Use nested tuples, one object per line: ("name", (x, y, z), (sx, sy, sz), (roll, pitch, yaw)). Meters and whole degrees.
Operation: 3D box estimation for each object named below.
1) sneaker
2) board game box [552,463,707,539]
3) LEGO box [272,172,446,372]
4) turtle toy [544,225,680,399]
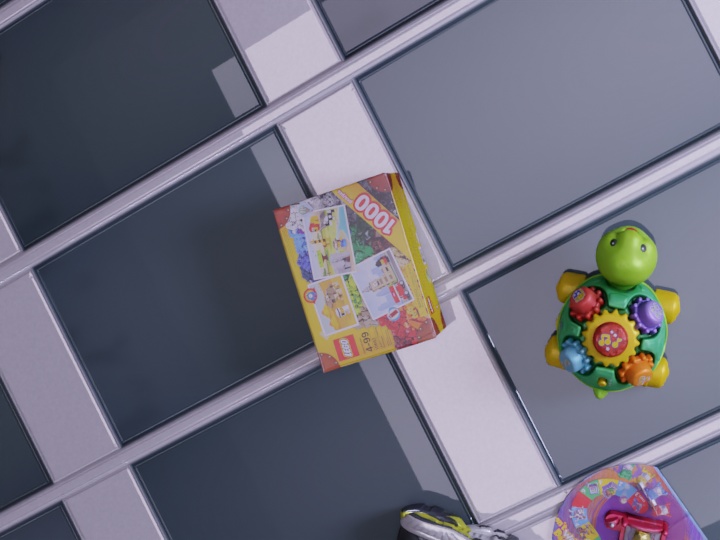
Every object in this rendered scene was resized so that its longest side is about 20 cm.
("sneaker", (0.132, 0.352, 1.463), (0.198, 0.074, 0.086), (22, 106, 19))
("board game box", (0.321, 0.332, 1.424), (0.157, 0.039, 0.201), (-36, 86, 14))
("LEGO box", (0.000, 0.000, 1.450), (0.147, 0.077, 0.202), (-18, 91, 14))
("turtle toy", (0.288, 0.049, 1.374), (0.144, 0.101, 0.203), (10, 98, 12))
